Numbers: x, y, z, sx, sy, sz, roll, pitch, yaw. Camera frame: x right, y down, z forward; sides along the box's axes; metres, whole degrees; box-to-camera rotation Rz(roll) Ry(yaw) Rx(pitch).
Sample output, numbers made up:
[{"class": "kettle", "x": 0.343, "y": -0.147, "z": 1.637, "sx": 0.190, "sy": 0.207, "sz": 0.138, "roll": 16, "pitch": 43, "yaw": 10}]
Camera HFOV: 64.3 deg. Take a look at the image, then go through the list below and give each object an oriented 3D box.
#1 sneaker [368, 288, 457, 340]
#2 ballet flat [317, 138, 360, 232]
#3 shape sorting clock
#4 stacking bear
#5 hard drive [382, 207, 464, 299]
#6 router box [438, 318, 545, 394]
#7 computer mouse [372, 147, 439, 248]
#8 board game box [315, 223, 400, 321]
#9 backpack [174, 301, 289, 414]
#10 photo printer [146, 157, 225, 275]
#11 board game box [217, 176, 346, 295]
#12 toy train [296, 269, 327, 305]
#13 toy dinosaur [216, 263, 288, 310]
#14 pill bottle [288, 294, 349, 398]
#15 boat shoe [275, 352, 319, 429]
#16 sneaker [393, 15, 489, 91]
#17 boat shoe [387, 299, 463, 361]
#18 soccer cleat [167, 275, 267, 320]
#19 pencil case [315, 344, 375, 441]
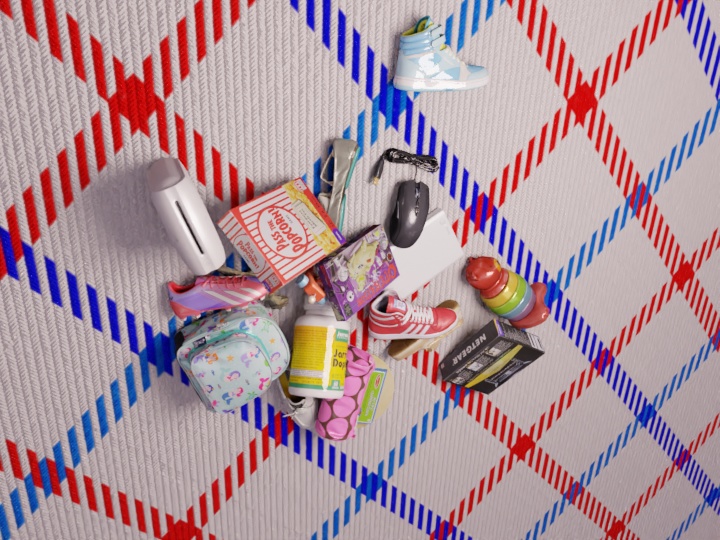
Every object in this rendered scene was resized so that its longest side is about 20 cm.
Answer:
[{"class": "sneaker", "x": 0.114, "y": 0.091, "z": 1.233, "sx": 0.199, "sy": 0.072, "sz": 0.113, "roll": -8, "pitch": 139, "yaw": -2}, {"class": "ballet flat", "x": -0.050, "y": -0.157, "z": 1.113, "sx": 0.063, "sy": 0.067, "sz": 0.201, "roll": 14, "pitch": 106, "yaw": 1}, {"class": "shape sorting clock", "x": -0.019, "y": 0.275, "z": 1.309, "sx": 0.199, "sy": 0.039, "sz": 0.201, "roll": -3, "pitch": 109, "yaw": -9}, {"class": "stacking bear", "x": 0.325, "y": 0.040, "z": 1.321, "sx": 0.200, "sy": 0.122, "sz": 0.114, "roll": 36, "pitch": 130, "yaw": -23}, {"class": "hard drive", "x": 0.121, "y": -0.027, "z": 1.252, "sx": 0.200, "sy": 0.026, "sz": 0.132, "roll": -35, "pitch": 120, "yaw": -6}, {"class": "router box", "x": 0.311, "y": 0.211, "z": 1.370, "sx": 0.157, "sy": 0.052, "sz": 0.200, "roll": 22, "pitch": 129, "yaw": -29}, {"class": "computer mouse", "x": 0.085, "y": -0.147, "z": 1.161, "sx": 0.140, "sy": 0.046, "sz": 0.201, "roll": 13, "pitch": 97, "yaw": -24}, {"class": "board game box", "x": 0.000, "y": 0.000, "z": 1.124, "sx": 0.200, "sy": 0.032, "sz": 0.121, "roll": -38, "pitch": 118, "yaw": -45}, {"class": "backpack", "x": -0.240, "y": 0.164, "z": 1.113, "sx": 0.199, "sy": 0.150, "sz": 0.178, "roll": -28, "pitch": 118, "yaw": -16}, {"class": "photo printer", "x": -0.289, "y": -0.091, "z": 0.950, "sx": 0.069, "sy": 0.200, "sz": 0.167, "roll": -26, "pitch": 118, "yaw": -11}, {"class": "board game box", "x": -0.132, "y": -0.066, "z": 1.015, "sx": 0.152, "sy": 0.046, "sz": 0.200, "roll": 53, "pitch": 40, "yaw": -2}, {"class": "toy train", "x": -0.124, "y": -0.033, "z": 1.073, "sx": 0.056, "sy": 0.150, "sz": 0.200, "roll": -37, "pitch": 117, "yaw": 12}, {"class": "toy dinosaur", "x": -0.205, "y": 0.009, "z": 1.119, "sx": 0.200, "sy": 0.048, "sz": 0.088, "roll": 33, "pitch": 102, "yaw": -27}, {"class": "pill bottle", "x": -0.081, "y": 0.153, "z": 1.159, "sx": 0.112, "sy": 0.113, "sz": 0.201, "roll": 10, "pitch": 78, "yaw": -26}, {"class": "boat shoe", "x": -0.135, "y": 0.277, "z": 1.224, "sx": 0.074, "sy": 0.086, "sz": 0.203, "roll": -13, "pitch": 116, "yaw": 2}, {"class": "sneaker", "x": 0.160, "y": -0.409, "z": 1.080, "sx": 0.199, "sy": 0.080, "sz": 0.131, "roll": -9, "pitch": 115, "yaw": -21}, {"class": "boat shoe", "x": 0.156, "y": 0.151, "z": 1.313, "sx": 0.200, "sy": 0.074, "sz": 0.069, "roll": -35, "pitch": 114, "yaw": -7}, {"class": "soccer cleat", "x": -0.262, "y": 0.036, "z": 1.072, "sx": 0.199, "sy": 0.067, "sz": 0.077, "roll": -15, "pitch": 110, "yaw": 4}, {"class": "pencil case", "x": -0.029, "y": 0.265, "z": 1.237, "sx": 0.093, "sy": 0.091, "sz": 0.201, "roll": 19, "pitch": 106, "yaw": 10}]
